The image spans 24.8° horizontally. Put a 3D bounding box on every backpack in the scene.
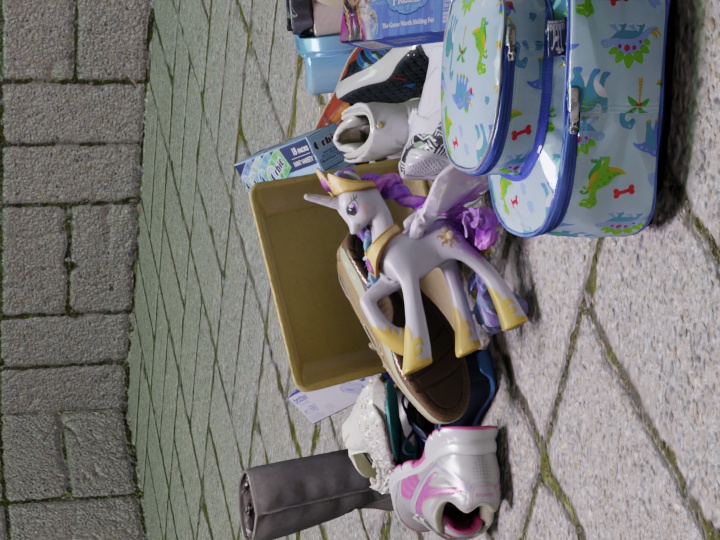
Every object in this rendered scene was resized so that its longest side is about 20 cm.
[{"bbox_3d":[0.137,-0.125,1.194,0.183,0.145,0.202,-147,54,-75],"label":"backpack"}]

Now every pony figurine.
[{"bbox_3d":[0.068,-0.027,1.447,0.202,0.192,0.167,65,163,11],"label":"pony figurine"}]

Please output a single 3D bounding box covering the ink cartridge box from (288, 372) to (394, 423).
[{"bbox_3d":[0.002,0.099,1.746,0.044,0.094,0.200,46,149,-6],"label":"ink cartridge box"}]

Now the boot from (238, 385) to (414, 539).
[{"bbox_3d":[-0.030,0.204,1.748,0.073,0.198,0.184,-122,34,-61],"label":"boot"}]

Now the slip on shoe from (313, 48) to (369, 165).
[{"bbox_3d":[-0.006,-0.160,1.800,0.061,0.074,0.202,-5,64,68],"label":"slip on shoe"}]

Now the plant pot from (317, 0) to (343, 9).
[{"bbox_3d":[-0.005,-0.361,1.662,0.184,0.198,0.203,103,162,-74],"label":"plant pot"}]

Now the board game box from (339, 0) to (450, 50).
[{"bbox_3d":[0.064,-0.305,1.460,0.199,0.043,0.201,2,85,52],"label":"board game box"}]

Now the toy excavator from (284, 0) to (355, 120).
[{"bbox_3d":[-0.034,-0.232,1.929,0.195,0.099,0.202,-119,25,-77],"label":"toy excavator"}]

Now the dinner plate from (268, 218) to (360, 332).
[{"bbox_3d":[0.000,0.000,1.636,0.024,0.198,0.202,-20,72,59],"label":"dinner plate"}]

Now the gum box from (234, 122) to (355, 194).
[{"bbox_3d":[-0.041,-0.045,1.754,0.169,0.044,0.202,-11,106,59],"label":"gum box"}]

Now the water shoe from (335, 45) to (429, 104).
[{"bbox_3d":[0.039,-0.228,1.694,0.200,0.071,0.080,-24,61,58],"label":"water shoe"}]

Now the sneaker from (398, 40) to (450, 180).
[{"bbox_3d":[0.085,-0.163,1.529,0.200,0.074,0.116,134,133,-63],"label":"sneaker"}]

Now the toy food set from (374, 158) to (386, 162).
[{"bbox_3d":[0.017,-0.013,1.819,0.201,0.060,0.144,105,158,-48],"label":"toy food set"}]

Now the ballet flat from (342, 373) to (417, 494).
[{"bbox_3d":[0.016,0.174,1.643,0.201,0.071,0.072,70,-175,-54],"label":"ballet flat"}]

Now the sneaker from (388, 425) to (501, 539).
[{"bbox_3d":[0.080,0.220,1.568,0.200,0.080,0.089,115,151,-61],"label":"sneaker"}]

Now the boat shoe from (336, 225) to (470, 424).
[{"bbox_3d":[0.037,0.057,1.514,0.201,0.071,0.076,65,150,18],"label":"boat shoe"}]

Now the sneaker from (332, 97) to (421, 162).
[{"bbox_3d":[0.023,-0.143,1.681,0.200,0.114,0.075,162,104,-76],"label":"sneaker"}]

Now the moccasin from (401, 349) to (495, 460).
[{"bbox_3d":[0.075,0.132,1.602,0.201,0.067,0.081,106,157,-49],"label":"moccasin"}]

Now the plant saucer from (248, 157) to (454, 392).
[{"bbox_3d":[-0.010,0.004,1.587,0.048,0.198,0.202,-20,82,58],"label":"plant saucer"}]
